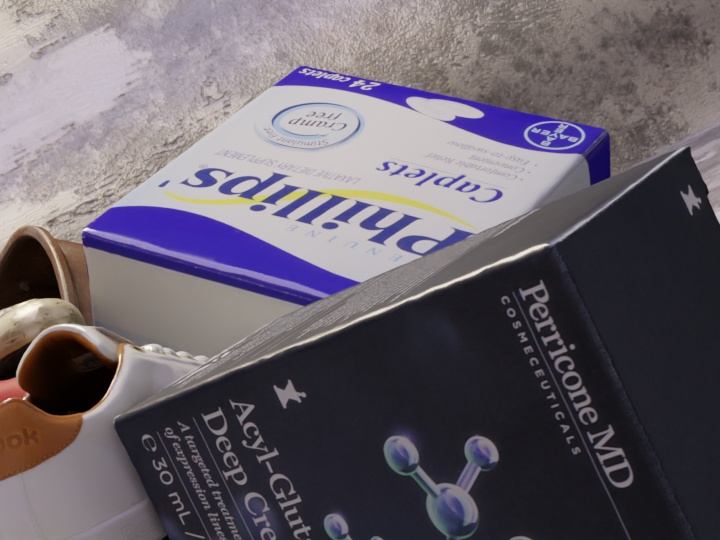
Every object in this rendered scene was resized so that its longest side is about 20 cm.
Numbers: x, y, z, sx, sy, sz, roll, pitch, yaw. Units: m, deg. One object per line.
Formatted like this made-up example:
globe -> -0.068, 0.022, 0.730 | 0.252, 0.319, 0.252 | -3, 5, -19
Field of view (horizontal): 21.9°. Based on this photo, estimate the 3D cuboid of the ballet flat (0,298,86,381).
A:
ballet flat -> -0.181, 0.034, 0.902 | 0.066, 0.057, 0.200 | -11, -3, -26

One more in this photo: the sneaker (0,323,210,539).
sneaker -> -0.077, 0.049, 0.715 | 0.072, 0.085, 0.200 | -24, 3, 26

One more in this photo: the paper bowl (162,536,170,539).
paper bowl -> -0.094, 0.163, 0.756 | 0.200, 0.105, 0.201 | -27, 3, 2

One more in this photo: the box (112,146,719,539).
box -> 0.041, 0.071, 0.630 | 0.199, 0.149, 0.107 | -24, 5, 37

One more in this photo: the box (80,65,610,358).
box -> 0.000, 0.000, 0.893 | 0.183, 0.106, 0.200 | 14, 36, 27

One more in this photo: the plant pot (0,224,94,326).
plant pot -> -0.097, 0.084, 1.025 | 0.197, 0.202, 0.200 | 5, -13, -26

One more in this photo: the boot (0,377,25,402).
boot -> -0.195, 0.079, 0.800 | 0.143, 0.073, 0.200 | 7, -13, -30
